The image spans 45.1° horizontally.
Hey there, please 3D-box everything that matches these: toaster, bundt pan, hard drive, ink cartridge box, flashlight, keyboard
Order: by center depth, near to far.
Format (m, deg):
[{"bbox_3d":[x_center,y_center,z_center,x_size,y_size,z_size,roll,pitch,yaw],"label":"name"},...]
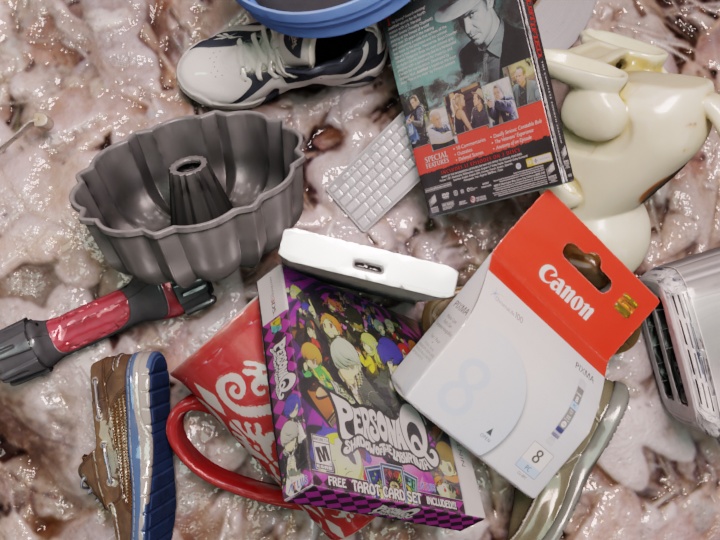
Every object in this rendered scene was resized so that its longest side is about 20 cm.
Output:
[{"bbox_3d":[0.145,0.063,0.704,0.160,0.047,0.201,39,93,-22],"label":"ink cartridge box"},{"bbox_3d":[0.000,0.000,0.717,0.130,0.200,0.027,14,86,-3],"label":"hard drive"},{"bbox_3d":[-0.138,-0.058,0.739,0.199,0.203,0.077,-12,126,-2],"label":"bundt pan"},{"bbox_3d":[0.330,0.053,0.772,0.127,0.114,0.203,-14,91,-1],"label":"toaster"},{"bbox_3d":[-0.230,0.039,0.773,0.198,0.068,0.068,-24,122,-8],"label":"flashlight"},{"bbox_3d":[0.054,-0.119,0.784,0.200,0.011,0.056,-43,85,21],"label":"keyboard"}]

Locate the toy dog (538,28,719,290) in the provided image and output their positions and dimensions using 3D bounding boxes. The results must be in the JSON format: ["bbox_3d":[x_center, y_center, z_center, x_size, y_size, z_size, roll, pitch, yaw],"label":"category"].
[{"bbox_3d":[0.221,-0.085,0.758,0.192,0.139,0.202,22,125,20],"label":"toy dog"}]

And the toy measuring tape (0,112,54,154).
[{"bbox_3d":[-0.342,-0.055,0.778,0.199,0.074,0.074,-39,89,-3],"label":"toy measuring tape"}]

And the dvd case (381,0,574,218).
[{"bbox_3d":[0.090,-0.155,0.717,0.022,0.145,0.203,-18,94,-44],"label":"dvd case"}]

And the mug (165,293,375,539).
[{"bbox_3d":[-0.061,0.129,0.766,0.200,0.177,0.133,49,44,-3],"label":"mug"}]

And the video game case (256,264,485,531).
[{"bbox_3d":[0.009,0.106,0.694,0.036,0.199,0.183,-35,49,31],"label":"video game case"}]

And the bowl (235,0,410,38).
[{"bbox_3d":[-0.021,-0.274,0.705,0.198,0.039,0.203,-7,62,13],"label":"bowl"}]

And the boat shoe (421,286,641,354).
[{"bbox_3d":[0.150,0.048,0.789,0.197,0.066,0.075,4,94,-6],"label":"boat shoe"}]

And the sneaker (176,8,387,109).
[{"bbox_3d":[-0.071,-0.198,0.764,0.196,0.130,0.081,-2,85,-2],"label":"sneaker"}]

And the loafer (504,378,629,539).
[{"bbox_3d":[0.169,0.179,0.786,0.069,0.075,0.202,29,81,12],"label":"loafer"}]

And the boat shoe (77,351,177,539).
[{"bbox_3d":[-0.208,0.174,0.774,0.071,0.072,0.203,-2,84,10],"label":"boat shoe"}]

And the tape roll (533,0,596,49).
[{"bbox_3d":[0.116,-0.268,0.807,0.197,0.066,0.204,0,87,-3],"label":"tape roll"}]
